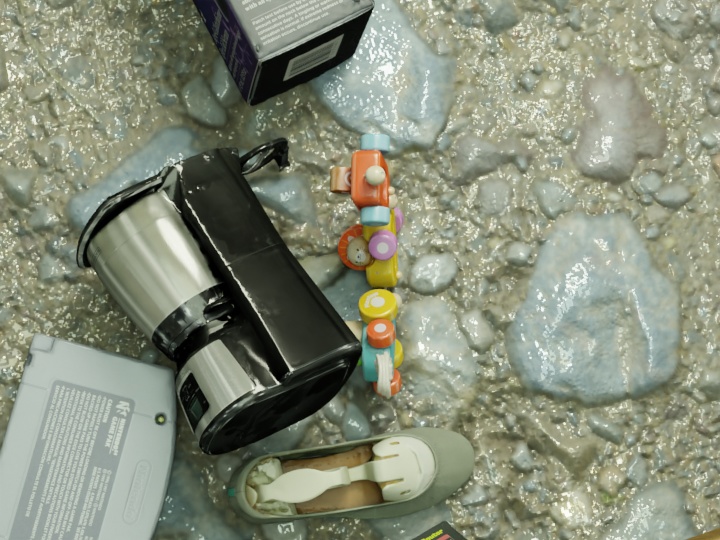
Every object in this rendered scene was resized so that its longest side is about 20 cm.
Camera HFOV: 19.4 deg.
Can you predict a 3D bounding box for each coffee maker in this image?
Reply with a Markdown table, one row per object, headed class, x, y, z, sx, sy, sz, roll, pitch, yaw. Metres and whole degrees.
| class | x | y | z | sx | sy | sz | roll | pitch | yaw |
| --- | --- | --- | --- | --- | --- | --- | --- | --- | --- |
| coffee maker | -0.087 | 0.014 | 1.598 | 0.192 | 0.135 | 0.200 | -33 | 75 | -8 |

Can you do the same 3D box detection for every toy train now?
| class | x | y | z | sx | sy | sz | roll | pitch | yaw |
| --- | --- | --- | --- | --- | --- | --- | --- | --- | --- |
| toy train | 0.000 | 0.000 | 1.626 | 0.056 | 0.150 | 0.200 | -1 | 85 | 7 |

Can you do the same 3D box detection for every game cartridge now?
| class | x | y | z | sx | sy | sz | roll | pitch | yaw |
| --- | --- | --- | --- | --- | --- | --- | --- | --- | --- |
| game cartridge | -0.215 | 0.160 | 1.626 | 0.133 | 0.041 | 0.200 | 15 | 80 | -1 |

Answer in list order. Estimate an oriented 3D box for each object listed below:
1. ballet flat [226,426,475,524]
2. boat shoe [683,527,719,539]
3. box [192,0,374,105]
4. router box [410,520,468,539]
| class | x | y | z | sx | sy | sz | roll | pitch | yaw |
| --- | --- | --- | --- | --- | --- | --- | --- | --- | --- |
| ballet flat | -0.003 | 0.163 | 1.637 | 0.200 | 0.064 | 0.067 | -9 | 82 | -9 |
| boat shoe | 0.330 | 0.228 | 1.669 | 0.200 | 0.071 | 0.069 | -17 | 89 | -5 |
| box | -0.084 | -0.252 | 1.653 | 0.104 | 0.148 | 0.200 | -27 | 84 | -10 |
| router box | 0.038 | 0.287 | 1.556 | 0.200 | 0.062 | 0.150 | -26 | 45 | -30 |
